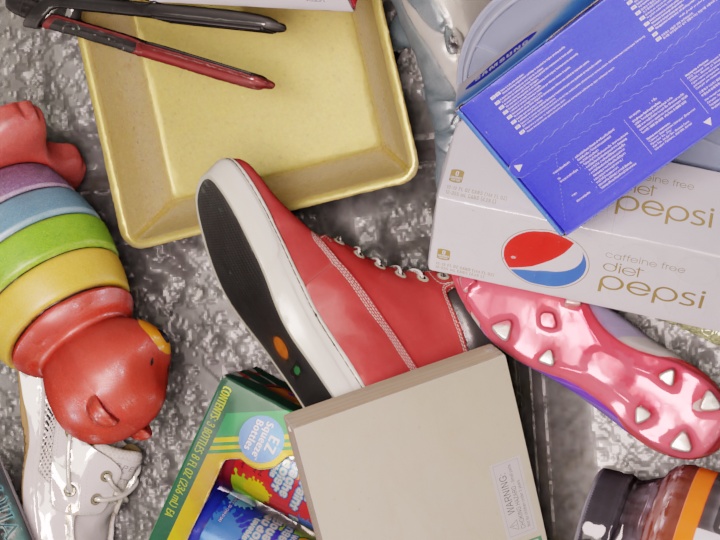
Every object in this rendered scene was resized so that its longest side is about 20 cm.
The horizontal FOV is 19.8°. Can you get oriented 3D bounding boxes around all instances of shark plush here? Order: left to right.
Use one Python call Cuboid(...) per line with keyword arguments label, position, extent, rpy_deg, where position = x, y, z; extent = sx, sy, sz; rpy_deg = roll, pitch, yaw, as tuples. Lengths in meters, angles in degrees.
Cuboid(label="shark plush", position=(0.047, -0.148, 1.279), extent=(0.083, 0.091, 0.201), rpy_deg=(-7, 104, 40))

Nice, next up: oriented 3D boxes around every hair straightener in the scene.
Cuboid(label="hair straightener", position=(-0.137, -0.171, 1.280), extent=(0.199, 0.041, 0.077), rpy_deg=(17, 95, 19))

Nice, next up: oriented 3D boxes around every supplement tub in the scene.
Cuboid(label="supplement tub", position=(0.224, 0.177, 1.195), extent=(0.199, 0.107, 0.107), rpy_deg=(16, 95, 14))

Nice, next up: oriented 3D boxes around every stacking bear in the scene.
Cuboid(label="stacking bear", position=(-0.186, 0.017, 1.270), extent=(0.114, 0.121, 0.200), rpy_deg=(-35, 68, 0))

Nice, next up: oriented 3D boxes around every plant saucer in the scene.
Cuboid(label="plant saucer", position=(-0.071, -0.131, 1.302), extent=(0.199, 0.048, 0.201), rpy_deg=(-13, 87, 16))

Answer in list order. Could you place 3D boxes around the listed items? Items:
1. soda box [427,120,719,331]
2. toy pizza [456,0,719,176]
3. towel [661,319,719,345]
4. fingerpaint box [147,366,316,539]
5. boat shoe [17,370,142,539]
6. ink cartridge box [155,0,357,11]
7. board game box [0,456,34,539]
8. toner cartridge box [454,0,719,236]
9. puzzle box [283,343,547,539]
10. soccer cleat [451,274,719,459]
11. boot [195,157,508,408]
Cuboid(label="soda box", position=(0.142, -0.024, 1.173), extent=(0.199, 0.068, 0.064), rpy_deg=(12, 52, 6))
Cuboid(label="toy pizza", position=(0.153, -0.100, 1.162), extent=(0.200, 0.032, 0.201), rpy_deg=(10, 137, 9))
Cuboid(label="towel", position=(0.201, -0.038, 1.235), extent=(0.200, 0.036, 0.149), rpy_deg=(22, 97, 13))
Cuboid(label="fingerpaint box", position=(-0.046, 0.187, 1.286), extent=(0.167, 0.073, 0.200), rpy_deg=(27, 98, 12))
Cuboid(label="boat shoe", position=(-0.174, 0.125, 1.322), extent=(0.069, 0.071, 0.201), rpy_deg=(-8, 88, 16))
Cuboid(label="ink cartridge box", position=(-0.028, -0.256, 1.217), extent=(0.175, 0.084, 0.200), rpy_deg=(6, 61, 21))
Cuboid(label="board game box", position=(-0.231, 0.223, 1.323), extent=(0.135, 0.028, 0.201), rpy_deg=(-29, 83, 53))
Cuboid(label="toner cartridge box", position=(0.155, -0.114, 1.074), extent=(0.200, 0.043, 0.095), rpy_deg=(-36, 106, 18))
Cuboid(label="puzzle box", position=(0.041, 0.155, 1.211), extent=(0.133, 0.025, 0.201), rpy_deg=(-18, 111, -13))
Cuboid(label="soccer cleat", position=(0.135, 0.044, 1.233), extent=(0.200, 0.076, 0.067), rpy_deg=(37, 90, 12))
Cuboid(label="boot", position=(0.000, 0.000, 1.257), extent=(0.144, 0.072, 0.200), rpy_deg=(-30, 83, -25))
